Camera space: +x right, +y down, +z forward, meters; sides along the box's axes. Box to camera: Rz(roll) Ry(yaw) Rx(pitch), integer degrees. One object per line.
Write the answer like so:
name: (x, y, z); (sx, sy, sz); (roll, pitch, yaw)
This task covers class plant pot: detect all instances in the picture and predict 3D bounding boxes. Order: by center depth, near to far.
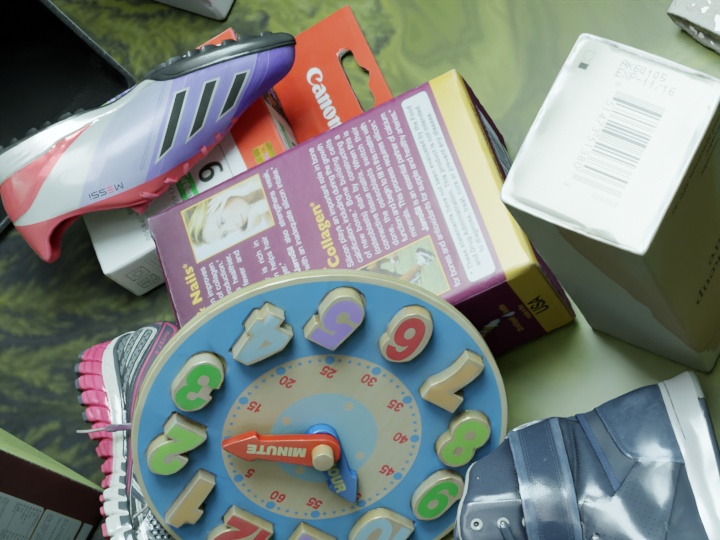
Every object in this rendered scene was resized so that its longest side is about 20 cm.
plant pot: (-0.300, -0.139, 1.074); (0.200, 0.200, 0.177); (-45, 50, 2)

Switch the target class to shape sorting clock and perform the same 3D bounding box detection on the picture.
shape sorting clock: (-0.020, 0.088, 0.889); (0.199, 0.200, 0.039); (-26, 34, 11)

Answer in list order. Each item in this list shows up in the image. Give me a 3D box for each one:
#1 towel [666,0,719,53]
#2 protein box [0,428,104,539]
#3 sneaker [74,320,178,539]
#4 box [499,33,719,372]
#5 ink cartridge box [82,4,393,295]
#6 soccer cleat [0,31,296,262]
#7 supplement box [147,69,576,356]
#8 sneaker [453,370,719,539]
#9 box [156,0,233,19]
towel: (0.286, -0.149, 0.934); (0.200, 0.034, 0.133); (34, 85, 28)
protein box: (-0.291, 0.125, 0.964); (0.198, 0.200, 0.135); (25, 82, 26)
sneaker: (-0.106, 0.120, 0.964); (0.074, 0.081, 0.201); (-22, 65, 10)
box: (0.145, -0.027, 0.851); (0.077, 0.200, 0.095); (23, 82, 26)
ink cartridge box: (-0.081, -0.082, 1.039); (0.199, 0.050, 0.109); (-30, 64, 10)
soccer cleat: (-0.119, -0.076, 0.996); (0.199, 0.068, 0.074); (-25, 89, 6)
supplement box: (0.000, 0.000, 0.951); (0.199, 0.103, 0.132); (-24, 65, 11)
sneaker: (0.127, 0.161, 0.855); (0.145, 0.077, 0.203); (-15, 58, 3)
box: (-0.117, -0.288, 1.066); (0.106, 0.152, 0.201); (20, 80, 24)
